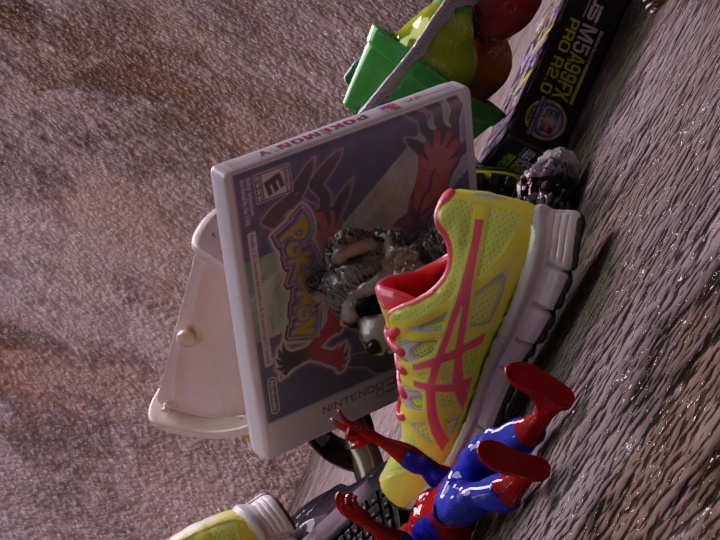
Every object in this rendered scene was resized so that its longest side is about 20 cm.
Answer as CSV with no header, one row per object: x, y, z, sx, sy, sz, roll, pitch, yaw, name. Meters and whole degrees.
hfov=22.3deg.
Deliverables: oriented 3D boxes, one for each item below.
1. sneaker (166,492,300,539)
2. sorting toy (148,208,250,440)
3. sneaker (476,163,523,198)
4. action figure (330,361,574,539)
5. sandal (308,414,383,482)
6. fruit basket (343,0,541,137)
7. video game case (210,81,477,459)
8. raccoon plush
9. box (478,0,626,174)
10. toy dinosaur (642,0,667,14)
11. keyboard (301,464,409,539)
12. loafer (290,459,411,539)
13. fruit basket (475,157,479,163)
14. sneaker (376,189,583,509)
-0.080,0.238,1.102,0.078,0.090,0.200,7,105,65,sneaker
-0.065,0.012,1.357,0.200,0.107,0.180,110,-176,-46,sorting toy
0.033,-0.041,1.267,0.085,0.200,0.078,-32,-52,-75,sneaker
0.028,0.097,0.899,0.200,0.099,0.065,112,-177,-62,action figure
-0.018,0.117,1.346,0.080,0.054,0.200,74,179,-47,sandal
0.076,-0.178,1.324,0.200,0.094,0.185,-59,-16,9,fruit basket
0.000,0.000,1.148,0.182,0.023,0.200,-22,-59,-28,video game case
0.049,-0.017,1.130,0.200,0.134,0.097,-68,1,-52,raccoon plush
0.152,-0.151,1.458,0.200,0.044,0.160,125,170,-82,box
0.197,-0.222,1.091,0.101,0.058,0.200,-37,33,56,toy dinosaur
-0.030,0.210,1.143,0.200,0.040,0.104,-50,46,42,keyboard
0.008,0.173,1.227,0.072,0.063,0.200,-44,6,-31,loafer
0.052,-0.085,1.527,0.094,0.185,0.200,-35,7,9,fruit basket
0.045,0.039,0.991,0.078,0.090,0.200,-72,5,-66,sneaker
